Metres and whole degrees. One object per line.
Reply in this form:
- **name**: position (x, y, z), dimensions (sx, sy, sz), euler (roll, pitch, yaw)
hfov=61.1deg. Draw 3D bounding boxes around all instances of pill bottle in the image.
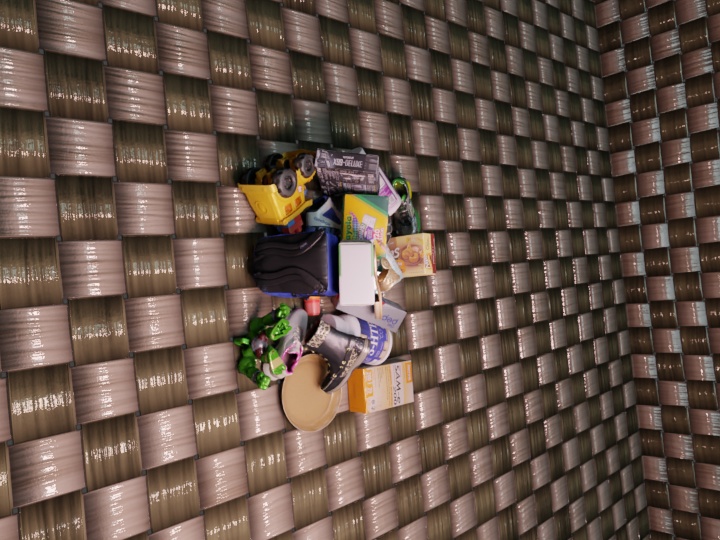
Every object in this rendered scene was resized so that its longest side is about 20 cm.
- **pill bottle**: position (0.023, -0.249, 1.755), dimensions (0.200, 0.112, 0.112), euler (54, 53, -26)
- **pill bottle**: position (-0.021, 0.183, 1.659), dimensions (0.200, 0.119, 0.120), euler (19, 72, -41)

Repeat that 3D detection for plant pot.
- **plant pot**: position (-0.131, 0.320, 1.601), dimensions (0.200, 0.027, 0.201), euler (6, 81, -42)

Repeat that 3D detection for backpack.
- **backpack**: position (-0.154, -0.004, 1.503), dimensions (0.168, 0.199, 0.163), euler (36, 52, -73)

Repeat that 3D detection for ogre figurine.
- **ogre figurine**: position (-0.233, 0.177, 1.455), dimensions (0.098, 0.120, 0.201), euler (5, 83, -48)

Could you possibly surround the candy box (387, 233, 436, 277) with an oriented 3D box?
- **candy box**: position (0.122, -0.039, 1.764), dimensions (0.055, 0.200, 0.116), euler (3, 84, -45)

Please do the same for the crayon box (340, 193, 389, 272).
- **crayon box**: position (0.008, -0.099, 1.618), dimensions (0.118, 0.058, 0.201), euler (2, 94, -9)

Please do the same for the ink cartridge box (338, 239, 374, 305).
- **ink cartridge box**: position (-0.010, -0.001, 1.488), dimensions (0.084, 0.200, 0.147), euler (-2, 96, 0)

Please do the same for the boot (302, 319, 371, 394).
- **boot**: position (-0.086, 0.217, 1.547), dimensions (0.153, 0.204, 0.074), euler (28, 31, -19)

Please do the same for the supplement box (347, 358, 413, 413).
- **supplement box**: position (0.060, 0.329, 1.750), dimensions (0.200, 0.073, 0.127), euler (-3, 88, -44)

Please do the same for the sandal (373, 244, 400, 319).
- **sandal**: position (0.068, 0.028, 1.574), dimensions (0.078, 0.069, 0.212), euler (-93, 180, -63)

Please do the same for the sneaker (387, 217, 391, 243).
- **sneaker**: position (0.034, -0.085, 1.751), dimensions (0.080, 0.083, 0.201), euler (-3, 109, -26)

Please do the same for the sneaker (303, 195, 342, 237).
- **sneaker**: position (-0.075, -0.147, 1.671), dimensions (0.199, 0.080, 0.116), euler (-6, 90, -43)

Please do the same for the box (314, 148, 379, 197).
- **box**: position (-0.030, -0.245, 1.596), dimensions (0.200, 0.157, 0.050), euler (77, 21, -75)

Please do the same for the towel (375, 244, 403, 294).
- **towel**: position (0.000, 0.000, 1.688), dimensions (0.200, 0.048, 0.172), euler (-32, 111, -6)

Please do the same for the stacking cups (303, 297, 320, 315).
- **stacking cups**: position (-0.128, 0.017, 1.614), dimensions (0.060, 0.060, 0.201), euler (-4, 88, -44)

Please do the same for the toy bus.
- **toy bus**: position (-0.184, -0.190, 1.548), dimensions (0.200, 0.135, 0.193), euler (-47, 129, -39)

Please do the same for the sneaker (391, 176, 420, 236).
- **sneaker**: position (0.126, -0.187, 1.857), dimensions (0.085, 0.078, 0.201), euler (-15, 89, -73)

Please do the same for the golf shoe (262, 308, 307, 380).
- **golf shoe**: position (-0.169, 0.185, 1.537), dimensions (0.075, 0.091, 0.201), euler (39, 59, -32)

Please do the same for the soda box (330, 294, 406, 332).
- **soda box**: position (0.023, 0.098, 1.665), dimensions (0.200, 0.063, 0.068), euler (24, 101, -24)
